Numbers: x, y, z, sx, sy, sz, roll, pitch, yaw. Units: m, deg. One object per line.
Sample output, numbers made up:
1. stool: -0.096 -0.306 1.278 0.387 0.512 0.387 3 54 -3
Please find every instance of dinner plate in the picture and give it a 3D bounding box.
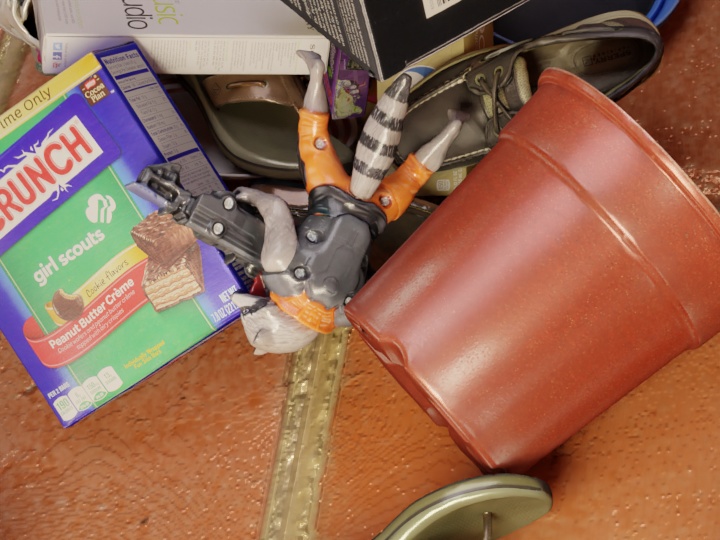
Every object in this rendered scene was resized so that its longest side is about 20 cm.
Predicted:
1. dinner plate: -0.102 -0.105 1.577 0.200 0.024 0.200 6 27 -3

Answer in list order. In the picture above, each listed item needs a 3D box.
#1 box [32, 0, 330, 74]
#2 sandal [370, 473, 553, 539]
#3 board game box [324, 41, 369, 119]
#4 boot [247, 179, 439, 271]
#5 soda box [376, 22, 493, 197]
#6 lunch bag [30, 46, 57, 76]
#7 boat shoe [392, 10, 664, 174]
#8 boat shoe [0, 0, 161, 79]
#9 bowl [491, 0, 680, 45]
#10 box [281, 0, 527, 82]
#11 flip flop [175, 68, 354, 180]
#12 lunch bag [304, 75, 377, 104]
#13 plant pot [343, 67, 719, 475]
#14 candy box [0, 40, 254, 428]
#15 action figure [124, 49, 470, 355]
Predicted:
1. box: -0.132 -0.191 1.521 0.200 0.036 0.144 -1 38 -15
2. sandal: 0.029 0.185 1.274 0.201 0.080 0.057 -32 61 4
3. board game box: -0.022 -0.221 1.527 0.032 0.120 0.200 -3 55 -14
4. boot: 0.000 0.000 1.468 0.200 0.075 0.097 8 72 29
5. soda box: 0.052 -0.151 1.487 0.068 0.064 0.200 0 93 23
6. lunch bag: -0.164 -0.210 1.684 0.200 0.077 0.160 -7 26 20
7. boat shoe: 0.105 -0.120 1.413 0.200 0.073 0.065 -25 3 3
8. boat shoe: -0.227 -0.191 1.579 0.071 0.070 0.200 -46 55 -2
9. bowl: 0.141 -0.237 1.564 0.201 0.039 0.201 3 68 -6
10. box: 0.011 -0.232 1.367 0.148 0.104 0.200 -30 43 -15
11. flip flop: -0.073 -0.129 1.528 0.081 0.058 0.200 -10 44 -30
12. lunch bag: 0.046 -0.214 1.626 0.176 0.082 0.200 23 63 33
13. plant pot: 0.109 0.015 1.314 0.195 0.201 0.201 -42 46 -4
14. candy box: -0.176 -0.025 1.438 0.169 0.200 0.077 -33 -1 19
15. action figure: -0.038 -0.040 1.352 0.105 0.200 0.194 8 77 67
